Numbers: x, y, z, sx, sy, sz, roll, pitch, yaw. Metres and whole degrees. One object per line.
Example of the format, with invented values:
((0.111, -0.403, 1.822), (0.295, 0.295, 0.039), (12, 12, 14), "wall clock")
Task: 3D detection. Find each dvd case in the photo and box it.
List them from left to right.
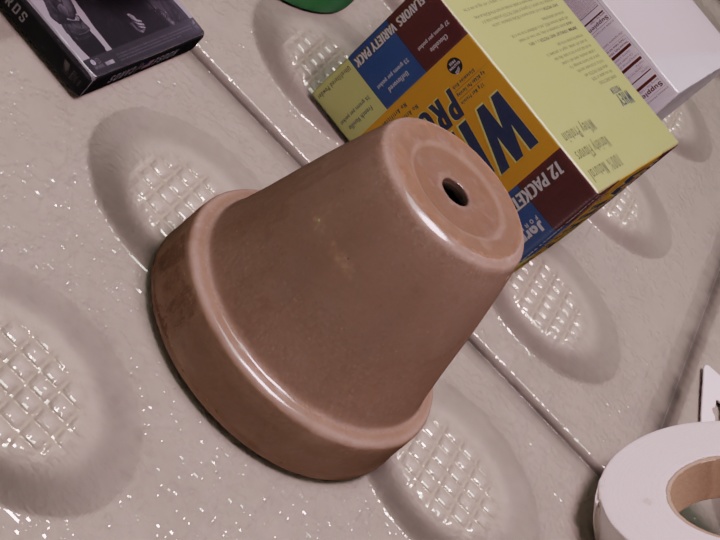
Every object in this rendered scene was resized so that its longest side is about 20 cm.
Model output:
((-0.209, -0.215, 1.208), (0.200, 0.025, 0.150), (49, 31, 2), "dvd case")

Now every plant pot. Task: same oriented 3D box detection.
((0.000, 0.000, 1.091), (0.200, 0.175, 0.200), (31, 35, -25), "plant pot")

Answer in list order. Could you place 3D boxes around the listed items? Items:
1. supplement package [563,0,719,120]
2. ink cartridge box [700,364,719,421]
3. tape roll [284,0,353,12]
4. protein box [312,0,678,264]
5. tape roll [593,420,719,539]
((0.195, -0.206, 1.585), (0.200, 0.147, 0.191), (52, 31, 5), "supplement package")
((0.377, 0.154, 1.497), (0.200, 0.067, 0.116), (40, 33, -15), "ink cartridge box")
((-0.066, -0.302, 1.462), (0.200, 0.048, 0.201), (32, 35, -26), "tape roll")
((0.108, -0.117, 1.391), (0.200, 0.135, 0.198), (52, 30, 6), "protein box")
((0.264, 0.171, 1.244), (0.202, 0.037, 0.203), (-2, 27, 1), "tape roll")
